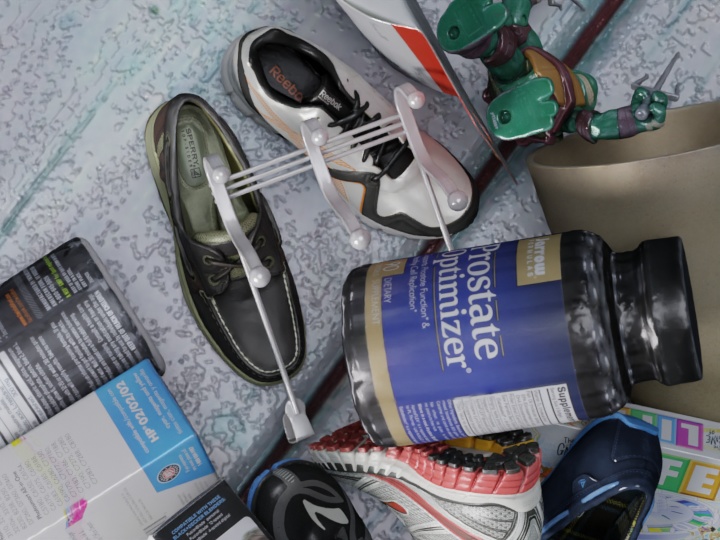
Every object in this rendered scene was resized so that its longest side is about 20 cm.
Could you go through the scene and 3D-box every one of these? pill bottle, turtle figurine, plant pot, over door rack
[{"bbox_3d":[0.097,0.037,1.158,0.199,0.112,0.112,-10,86,12],"label":"pill bottle"},{"bbox_3d":[-0.231,0.073,1.236,0.200,0.106,0.106,-33,89,-7],"label":"pill bottle"},{"bbox_3d":[0.124,-0.125,1.250,0.150,0.200,0.101,43,111,19],"label":"turtle figurine"},{"bbox_3d":[0.216,0.007,1.259,0.186,0.187,0.201,-13,100,-6],"label":"plant pot"},{"bbox_3d":[0.000,0.000,1.238,0.147,0.067,0.201,-21,107,-12],"label":"over door rack"}]

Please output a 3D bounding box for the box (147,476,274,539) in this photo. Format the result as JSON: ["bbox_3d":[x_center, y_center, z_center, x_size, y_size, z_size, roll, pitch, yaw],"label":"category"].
[{"bbox_3d":[-0.050,0.233,1.188,0.060,0.117,0.200,-36,80,-24],"label":"box"}]

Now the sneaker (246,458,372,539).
[{"bbox_3d":[-0.001,0.199,1.215,0.071,0.083,0.200,-36,107,-23],"label":"sneaker"}]

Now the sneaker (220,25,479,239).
[{"bbox_3d":[-0.007,-0.088,1.284,0.200,0.080,0.074,34,81,-4],"label":"sneaker"}]

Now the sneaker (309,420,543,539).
[{"bbox_3d":[0.037,0.137,1.218,0.078,0.200,0.083,-19,107,-31],"label":"sneaker"}]

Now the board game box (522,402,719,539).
[{"bbox_3d":[0.170,0.145,1.251,0.199,0.135,0.034,12,41,1],"label":"board game box"}]

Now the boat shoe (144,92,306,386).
[{"bbox_3d":[-0.089,-0.020,1.276,0.071,0.066,0.202,-20,88,-8],"label":"boat shoe"}]

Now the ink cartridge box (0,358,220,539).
[{"bbox_3d":[-0.190,0.153,1.218,0.200,0.115,0.068,-32,62,-9],"label":"ink cartridge box"}]

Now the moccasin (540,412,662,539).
[{"bbox_3d":[0.123,0.174,1.206,0.080,0.068,0.201,13,127,-8],"label":"moccasin"}]

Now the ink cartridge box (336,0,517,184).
[{"bbox_3d":[0.021,-0.146,1.227,0.057,0.163,0.201,-26,75,8],"label":"ink cartridge box"}]
